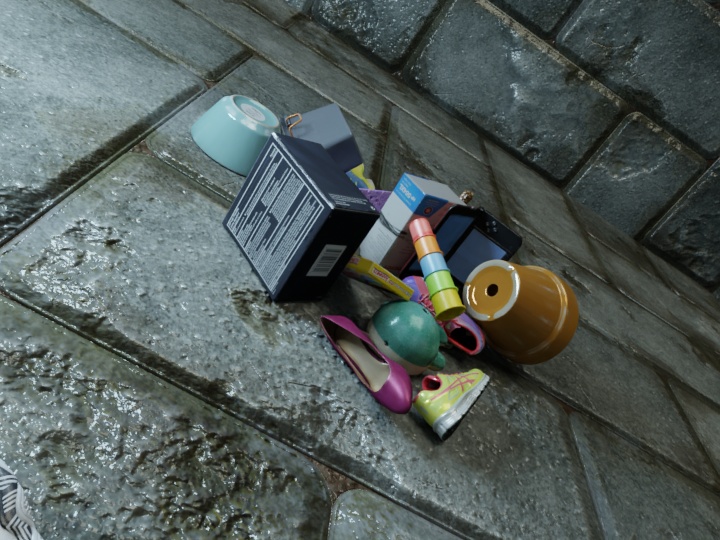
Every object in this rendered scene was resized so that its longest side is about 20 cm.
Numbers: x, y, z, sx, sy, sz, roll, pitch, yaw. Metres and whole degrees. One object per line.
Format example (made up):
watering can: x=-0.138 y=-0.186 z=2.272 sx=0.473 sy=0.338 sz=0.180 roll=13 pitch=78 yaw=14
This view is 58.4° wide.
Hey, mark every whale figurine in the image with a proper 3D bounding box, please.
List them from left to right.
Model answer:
whale figurine: x=0.100 y=0.103 z=1.124 sx=0.159 sy=0.104 sz=0.200 roll=46 pitch=25 yaw=21

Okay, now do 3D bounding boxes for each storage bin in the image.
storage bin: x=-0.085 y=-0.280 z=1.384 sx=0.200 sy=0.134 sz=0.146 roll=-113 pitch=178 yaw=-49

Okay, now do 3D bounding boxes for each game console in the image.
game console: x=0.207 y=-0.025 z=1.323 sx=0.172 sy=0.200 sz=0.119 roll=37 pitch=26 yaw=1

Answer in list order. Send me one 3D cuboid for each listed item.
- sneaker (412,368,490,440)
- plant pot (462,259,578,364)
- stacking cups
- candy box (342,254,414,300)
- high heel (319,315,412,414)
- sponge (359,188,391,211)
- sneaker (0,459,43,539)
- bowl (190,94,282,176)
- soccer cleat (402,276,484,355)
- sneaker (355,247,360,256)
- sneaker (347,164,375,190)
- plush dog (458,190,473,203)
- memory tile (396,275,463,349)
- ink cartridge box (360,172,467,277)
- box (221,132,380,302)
sneaker: x=0.149 y=0.197 z=1.062 sx=0.090 sy=0.078 sz=0.200 roll=36 pitch=23 yaw=16
plant pot: x=0.304 y=0.069 z=1.285 sx=0.183 sy=0.200 sz=0.200 roll=28 pitch=24 yaw=-44
stacking cups: x=0.135 y=-0.004 z=1.216 sx=0.060 sy=0.060 sz=0.201 roll=9 pitch=52 yaw=-44
candy box: x=0.000 y=0.000 z=1.134 sx=0.102 sy=0.026 sz=0.200 roll=37 pitch=-10 yaw=-32
high heel: x=0.003 y=0.142 z=0.979 sx=0.096 sy=0.068 sz=0.200 roll=28 pitch=10 yaw=-39
sponge: x=-0.012 y=-0.116 z=1.339 sx=0.030 sy=0.112 sz=0.200 roll=13 pitch=10 yaw=42
sneaker: x=-0.298 y=0.220 z=0.465 sx=0.200 sy=0.075 sz=0.115 roll=50 pitch=26 yaw=19
bowl: x=-0.245 y=-0.295 z=1.364 sx=0.200 sy=0.105 sz=0.201 roll=29 pitch=27 yaw=-17
soccer cleat: x=0.157 y=0.084 z=1.230 sx=0.200 sy=0.067 sz=0.076 roll=42 pitch=16 yaw=2
sneaker: x=-0.040 y=-0.091 z=1.203 sx=0.121 sy=0.084 sz=0.200 roll=2 pitch=-38 yaw=52
sneaker: x=-0.034 y=-0.194 z=1.464 sx=0.105 sy=0.076 sz=0.200 roll=3 pitch=38 yaw=-20
plush dog: x=0.244 y=-0.092 z=1.560 sx=0.200 sy=0.161 sz=0.172 roll=28 pitch=-6 yaw=36
memory tile: x=0.163 y=0.089 z=1.327 sx=0.153 sy=0.017 sz=0.200 roll=10 pitch=36 yaw=-43
ink cartridge box: x=0.105 y=-0.087 z=1.340 sx=0.146 sy=0.200 sz=0.084 roll=8 pitch=35 yaw=-45
box: x=-0.103 y=-0.087 z=1.078 sx=0.123 sy=0.200 sz=0.199 roll=1 pitch=43 yaw=-49
